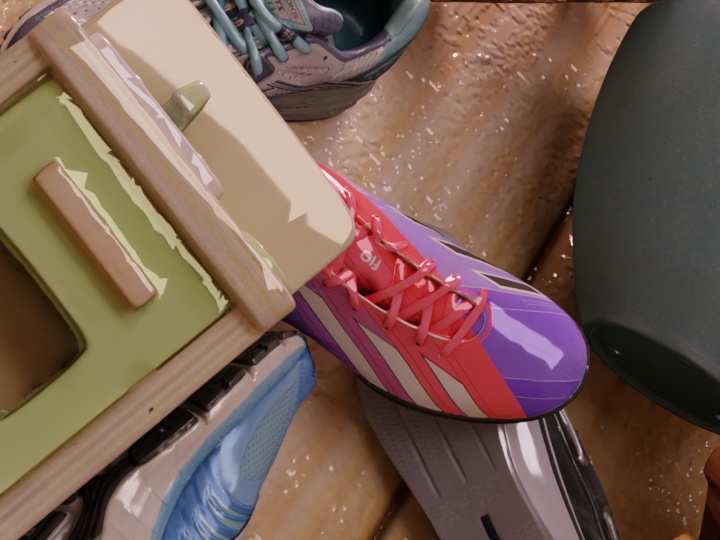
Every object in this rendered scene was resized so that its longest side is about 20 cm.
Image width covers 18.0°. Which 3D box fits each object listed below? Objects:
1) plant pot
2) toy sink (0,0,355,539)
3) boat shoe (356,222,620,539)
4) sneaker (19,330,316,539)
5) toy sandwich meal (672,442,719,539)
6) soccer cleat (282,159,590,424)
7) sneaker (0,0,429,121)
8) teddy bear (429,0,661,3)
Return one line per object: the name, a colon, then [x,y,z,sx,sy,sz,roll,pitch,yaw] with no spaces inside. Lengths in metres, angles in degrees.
plant pot: [0.171,-0.006,1.013,0.200,0.200,0.135,39,76,-17]
toy sink: [-0.102,-0.006,0.795,0.200,0.112,0.131,-38,93,-12]
boat shoe: [0.056,0.076,0.966,0.071,0.072,0.201,5,62,-61]
sneaker: [-0.075,0.103,0.864,0.090,0.078,0.200,56,51,-28]
toy sandwich meal: [0.185,0.124,0.968,0.204,0.206,0.070,-16,52,-39]
soccer cleat: [0.000,0.000,0.900,0.199,0.073,0.069,27,72,4]
sneaker: [-0.057,-0.101,0.937,0.199,0.086,0.078,-17,81,-39]
teddy bear: [0.103,-0.154,1.037,0.199,0.144,0.067,-5,97,-38]
